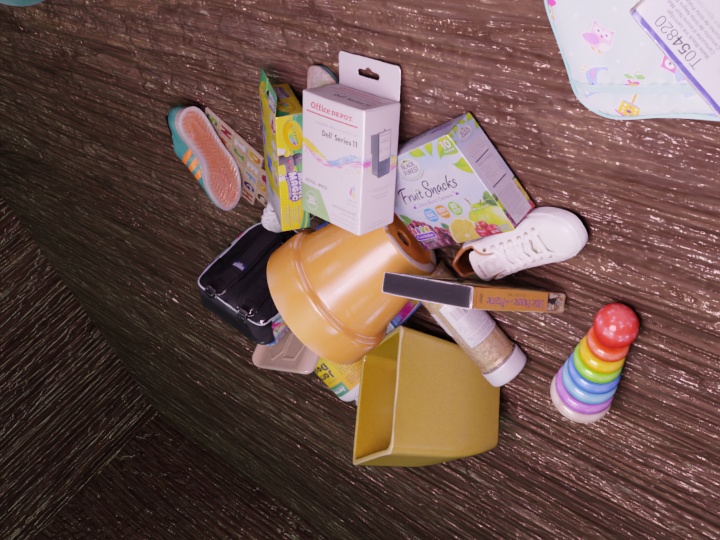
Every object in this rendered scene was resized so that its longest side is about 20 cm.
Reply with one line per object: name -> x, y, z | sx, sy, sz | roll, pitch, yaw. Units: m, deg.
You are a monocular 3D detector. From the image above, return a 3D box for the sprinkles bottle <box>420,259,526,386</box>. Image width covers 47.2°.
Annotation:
sprinkles bottle -> 0.159, 0.078, 1.218 | 0.200, 0.068, 0.068 | 49, 154, -7

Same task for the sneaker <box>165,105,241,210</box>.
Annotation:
sneaker -> -0.274, -0.198, 1.435 | 0.080, 0.071, 0.201 | 20, 140, 49

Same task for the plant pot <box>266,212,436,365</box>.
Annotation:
plant pot -> 0.000, 0.000, 1.163 | 0.183, 0.200, 0.200 | -38, 99, 25

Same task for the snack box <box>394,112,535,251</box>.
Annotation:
snack box -> 0.106, -0.105, 1.039 | 0.143, 0.053, 0.199 | 52, 154, -13

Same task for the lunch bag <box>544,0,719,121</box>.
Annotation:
lunch bag -> 0.254, -0.194, 0.658 | 0.199, 0.077, 0.161 | 15, 142, 46

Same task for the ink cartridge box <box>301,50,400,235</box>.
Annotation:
ink cartridge box -> -0.014, -0.161, 1.028 | 0.117, 0.067, 0.202 | 26, 124, 39

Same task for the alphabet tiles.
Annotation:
alphabet tiles -> -0.228, -0.197, 1.447 | 0.200, 0.006, 0.167 | 42, 154, 5

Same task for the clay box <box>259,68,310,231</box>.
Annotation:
clay box -> -0.107, -0.172, 1.158 | 0.115, 0.047, 0.202 | -118, 24, -53

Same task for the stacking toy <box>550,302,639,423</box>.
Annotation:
stacking toy -> 0.306, 0.115, 1.051 | 0.085, 0.085, 0.201 | 34, 148, 20

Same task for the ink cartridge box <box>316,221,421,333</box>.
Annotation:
ink cartridge box -> -0.011, 0.011, 1.359 | 0.200, 0.076, 0.136 | 48, 154, -11

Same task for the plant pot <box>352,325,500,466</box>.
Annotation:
plant pot -> 0.116, 0.221, 1.341 | 0.198, 0.198, 0.194 | 11, 159, -15

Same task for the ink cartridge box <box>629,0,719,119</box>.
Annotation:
ink cartridge box -> 0.315, -0.169, 0.531 | 0.200, 0.041, 0.200 | 47, 118, -6

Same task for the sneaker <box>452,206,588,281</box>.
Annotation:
sneaker -> 0.190, -0.020, 1.009 | 0.073, 0.085, 0.199 | 53, 152, -14

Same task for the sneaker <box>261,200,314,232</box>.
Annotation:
sneaker -> -0.108, -0.105, 1.343 | 0.081, 0.075, 0.200 | 34, 155, -1

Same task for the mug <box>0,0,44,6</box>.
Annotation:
mug -> -0.521, -0.509, 1.275 | 0.114, 0.184, 0.153 | -37, 75, 58

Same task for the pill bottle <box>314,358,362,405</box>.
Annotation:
pill bottle -> -0.028, 0.179, 1.594 | 0.200, 0.113, 0.113 | 47, 154, -7

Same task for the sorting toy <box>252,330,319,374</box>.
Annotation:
sorting toy -> -0.112, 0.103, 1.536 | 0.036, 0.187, 0.199 | 32, 162, -31

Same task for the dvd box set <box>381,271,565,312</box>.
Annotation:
dvd box set -> 0.146, 0.028, 1.044 | 0.145, 0.199, 0.030 | 10, 94, 46

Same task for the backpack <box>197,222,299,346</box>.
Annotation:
backpack -> -0.167, 0.020, 1.464 | 0.177, 0.200, 0.151 | 31, 156, 18

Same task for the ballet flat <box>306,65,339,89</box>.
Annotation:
ballet flat -> -0.035, -0.179, 1.120 | 0.068, 0.067, 0.201 | 13, 140, 45
